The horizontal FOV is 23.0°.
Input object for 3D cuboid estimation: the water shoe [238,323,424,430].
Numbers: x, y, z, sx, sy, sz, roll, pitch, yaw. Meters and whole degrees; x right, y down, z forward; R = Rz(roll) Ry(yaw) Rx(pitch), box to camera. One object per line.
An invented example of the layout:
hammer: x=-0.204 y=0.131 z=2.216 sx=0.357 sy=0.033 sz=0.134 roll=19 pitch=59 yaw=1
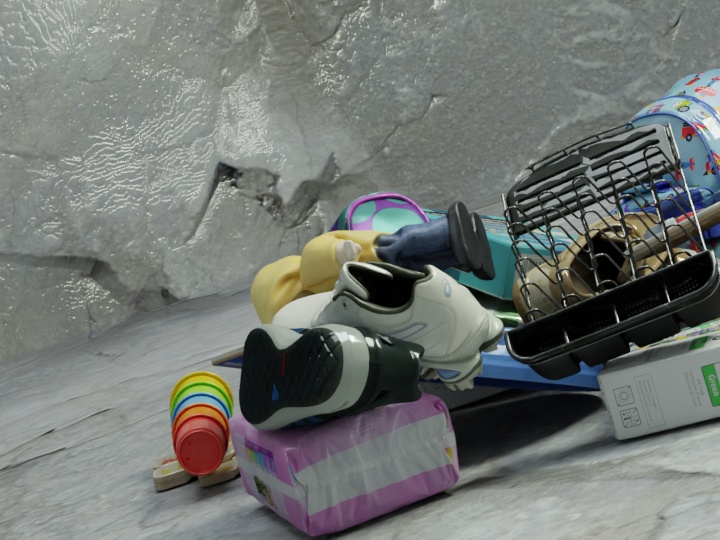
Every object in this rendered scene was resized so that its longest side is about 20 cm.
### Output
water shoe: x=-0.022 y=0.075 z=1.180 sx=0.078 sy=0.072 sz=0.200 roll=8 pitch=-5 yaw=-22

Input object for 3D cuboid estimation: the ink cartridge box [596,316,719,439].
ink cartridge box: x=0.268 y=0.056 z=1.195 sx=0.199 sy=0.051 sz=0.109 roll=-17 pitch=5 yaw=19

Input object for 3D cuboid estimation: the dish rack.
dish rack: x=0.168 y=-0.025 z=1.241 sx=0.153 sy=0.055 sz=0.201 roll=-22 pitch=47 yaw=17

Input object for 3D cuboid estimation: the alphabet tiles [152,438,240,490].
alphabet tiles: x=-0.089 y=0.151 z=1.573 sx=0.199 sy=0.015 sz=0.196 roll=-17 pitch=6 yaw=-3

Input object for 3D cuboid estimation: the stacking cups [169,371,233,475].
stacking cups: x=-0.133 y=0.134 z=1.528 sx=0.060 sy=0.061 sz=0.200 roll=-18 pitch=9 yaw=-5

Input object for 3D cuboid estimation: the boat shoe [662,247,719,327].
boat shoe: x=0.254 y=0.033 z=1.330 sx=0.069 sy=0.071 sz=0.200 roll=5 pitch=-11 yaw=4

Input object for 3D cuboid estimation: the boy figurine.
boy figurine: x=0.000 y=0.000 z=1.400 sx=0.199 sy=0.065 sz=0.124 roll=-17 pitch=-18 yaw=16

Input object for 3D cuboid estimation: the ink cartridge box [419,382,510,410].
ink cartridge box: x=0.057 y=0.096 z=1.556 sx=0.199 sy=0.048 sz=0.160 roll=-22 pitch=4 yaw=19

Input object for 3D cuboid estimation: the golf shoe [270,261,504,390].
golf shoe: x=0.003 y=0.024 z=1.227 sx=0.199 sy=0.097 sz=0.079 roll=-2 pitch=46 yaw=40

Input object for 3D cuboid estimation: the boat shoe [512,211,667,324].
boat shoe: x=0.201 y=-0.004 z=1.413 sx=0.064 sy=0.072 sz=0.200 roll=-35 pitch=-2 yaw=43

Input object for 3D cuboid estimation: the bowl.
bowl: x=0.086 y=0.065 z=1.342 sx=0.199 sy=0.040 sz=0.201 roll=4 pitch=-6 yaw=0

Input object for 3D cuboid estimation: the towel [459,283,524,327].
towel: x=0.146 y=0.031 z=1.497 sx=0.198 sy=0.024 sz=0.153 roll=12 pitch=7 yaw=9

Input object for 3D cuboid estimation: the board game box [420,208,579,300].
board game box: x=0.133 y=-0.012 z=1.544 sx=0.150 sy=0.047 sz=0.200 roll=5 pitch=8 yaw=-31

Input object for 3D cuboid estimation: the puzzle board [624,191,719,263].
puzzle board: x=0.284 y=-0.054 z=1.339 sx=0.150 sy=0.017 sz=0.200 roll=-30 pitch=-6 yaw=20

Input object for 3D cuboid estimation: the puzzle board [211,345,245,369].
puzzle board: x=-0.007 y=0.057 z=1.453 sx=0.150 sy=0.018 sz=0.200 roll=-19 pitch=-17 yaw=29

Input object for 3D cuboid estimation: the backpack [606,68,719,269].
backpack: x=0.297 y=-0.067 z=1.543 sx=0.134 sy=0.201 sz=0.182 roll=-19 pitch=7 yaw=-23

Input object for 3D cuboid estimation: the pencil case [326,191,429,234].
pencil case: x=-0.012 y=0.020 z=1.546 sx=0.085 sy=0.093 sz=0.200 roll=12 pitch=-39 yaw=-20

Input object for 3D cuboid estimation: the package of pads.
package of pads: x=-0.015 y=0.127 z=1.261 sx=0.120 sy=0.076 sz=0.200 roll=-16 pitch=5 yaw=-15
